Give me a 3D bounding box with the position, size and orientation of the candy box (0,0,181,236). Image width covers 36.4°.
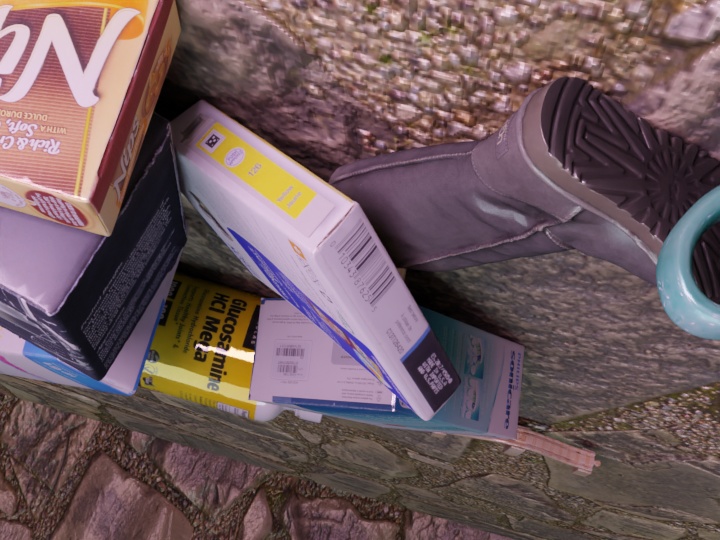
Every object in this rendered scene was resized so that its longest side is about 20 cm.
[{"bbox_3d":[-0.196,-0.102,0.515,0.197,0.117,0.055,16,165,1],"label":"candy box"}]

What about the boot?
[{"bbox_3d":[0.093,-0.020,0.585,0.181,0.073,0.199,37,151,-17],"label":"boot"}]

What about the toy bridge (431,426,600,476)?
[{"bbox_3d":[0.181,0.198,1.265,0.196,0.028,0.067,14,164,3],"label":"toy bridge"}]

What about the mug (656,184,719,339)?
[{"bbox_3d":[0.232,0.000,0.437,0.183,0.116,0.151,25,162,-26],"label":"mug"}]

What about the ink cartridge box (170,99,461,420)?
[{"bbox_3d":[-0.041,-0.015,0.678,0.199,0.047,0.198,39,170,38],"label":"ink cartridge box"}]

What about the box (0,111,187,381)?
[{"bbox_3d":[-0.216,-0.049,0.639,0.198,0.125,0.197,29,162,2],"label":"box"}]

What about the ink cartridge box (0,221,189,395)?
[{"bbox_3d":[-0.250,0.010,0.884,0.198,0.147,0.084,2,159,40],"label":"ink cartridge box"}]

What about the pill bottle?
[{"bbox_3d":[-0.120,0.075,1.031,0.197,0.114,0.113,16,164,0],"label":"pill bottle"}]

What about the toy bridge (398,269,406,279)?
[{"bbox_3d":[0.000,0.000,0.819,0.066,0.028,0.200,16,165,-1],"label":"toy bridge"}]

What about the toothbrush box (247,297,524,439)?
[{"bbox_3d":[0.027,0.083,0.902,0.144,0.087,0.199,0,168,35],"label":"toothbrush box"}]
